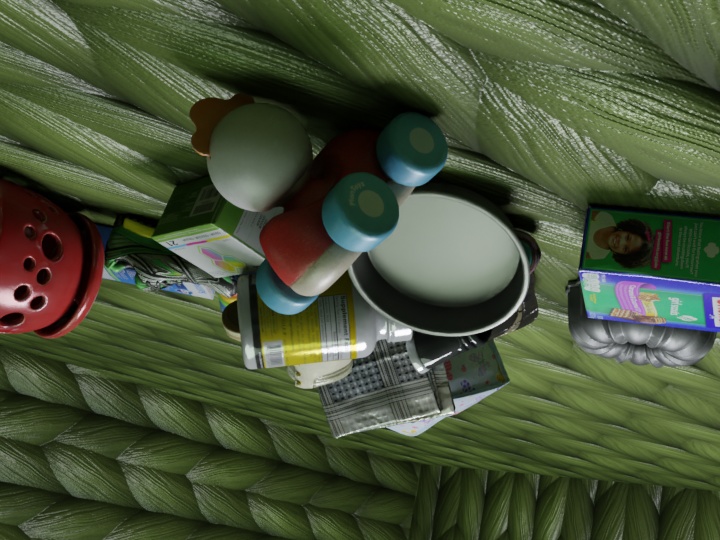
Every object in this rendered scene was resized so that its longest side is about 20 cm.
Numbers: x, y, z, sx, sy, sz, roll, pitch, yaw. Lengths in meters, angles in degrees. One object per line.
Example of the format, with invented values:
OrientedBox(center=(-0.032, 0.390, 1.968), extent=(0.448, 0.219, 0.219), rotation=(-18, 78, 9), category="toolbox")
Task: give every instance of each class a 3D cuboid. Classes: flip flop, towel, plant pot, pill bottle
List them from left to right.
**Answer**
OrientedBox(center=(-0.454, -0.009, 1.358), extent=(0.199, 0.203, 0.182), rotation=(-4, 163, 44), category="plant pot")
OrientedBox(center=(-0.042, 0.051, 1.194), extent=(0.198, 0.113, 0.111), rotation=(-5, 166, -4), category="pill bottle")
OrientedBox(center=(0.025, 0.135, 1.469), extent=(0.198, 0.195, 0.035), rotation=(-14, -176, 13), category="towel")
OrientedBox(center=(0.180, 0.029, 1.295), extent=(0.080, 0.058, 0.201), rotation=(-21, 148, -4), category="flip flop")

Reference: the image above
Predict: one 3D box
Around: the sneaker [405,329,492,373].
OrientedBox(center=(0.120, 0.052, 1.277), extent=(0.098, 0.200, 0.071), rotation=(-21, 111, 20), category="sneaker")

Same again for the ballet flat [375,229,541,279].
OrientedBox(center=(0.104, -0.030, 1.144), extent=(0.198, 0.070, 0.071), rotation=(8, -170, 12), category="ballet flat")

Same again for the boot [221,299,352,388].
OrientedBox(center=(-0.094, 0.100, 1.385), extent=(0.198, 0.073, 0.155), rotation=(-1, 145, -14), category="boot")

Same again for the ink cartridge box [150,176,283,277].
OrientedBox(center=(-0.122, -0.027, 1.209), extent=(0.199, 0.076, 0.147), rotation=(36, 155, -30), category="ink cartridge box")

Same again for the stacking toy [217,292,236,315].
OrientedBox(center=(-0.182, 0.025, 1.532), extent=(0.084, 0.086, 0.200), rotation=(10, 158, 6), category="stacking toy")

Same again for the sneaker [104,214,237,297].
OrientedBox(center=(-0.258, -0.002, 1.396), extent=(0.198, 0.086, 0.078), rotation=(20, 170, 11), category="sneaker")

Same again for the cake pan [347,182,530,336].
OrientedBox(center=(0.083, -0.013, 1.085), extent=(0.198, 0.037, 0.202), rotation=(9, 133, 10), category="cake pan")

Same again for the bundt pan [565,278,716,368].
OrientedBox(center=(0.352, 0.071, 1.283), extent=(0.200, 0.077, 0.202), rotation=(11, 164, 3), category="bundt pan")

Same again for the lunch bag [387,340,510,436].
OrientedBox(center=(0.103, 0.181, 1.602), extent=(0.198, 0.128, 0.170), rotation=(-8, 161, -31), category="lunch bag")

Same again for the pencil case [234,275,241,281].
OrientedBox(center=(-0.120, 0.020, 1.438), extent=(0.086, 0.079, 0.200), rotation=(19, 167, 13), category="pencil case")

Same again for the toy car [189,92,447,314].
OrientedBox(center=(-0.061, -0.096, 0.917), extent=(0.200, 0.177, 0.184), rotation=(43, 145, -6), category="toy car")

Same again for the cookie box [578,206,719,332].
OrientedBox(center=(0.334, 0.005, 1.054), extent=(0.198, 0.076, 0.171), rotation=(6, 163, 18), category="cookie box")

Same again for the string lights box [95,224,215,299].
OrientedBox(center=(-0.314, -0.012, 1.504), extent=(0.198, 0.060, 0.103), rotation=(11, 165, 2), category="string lights box")
